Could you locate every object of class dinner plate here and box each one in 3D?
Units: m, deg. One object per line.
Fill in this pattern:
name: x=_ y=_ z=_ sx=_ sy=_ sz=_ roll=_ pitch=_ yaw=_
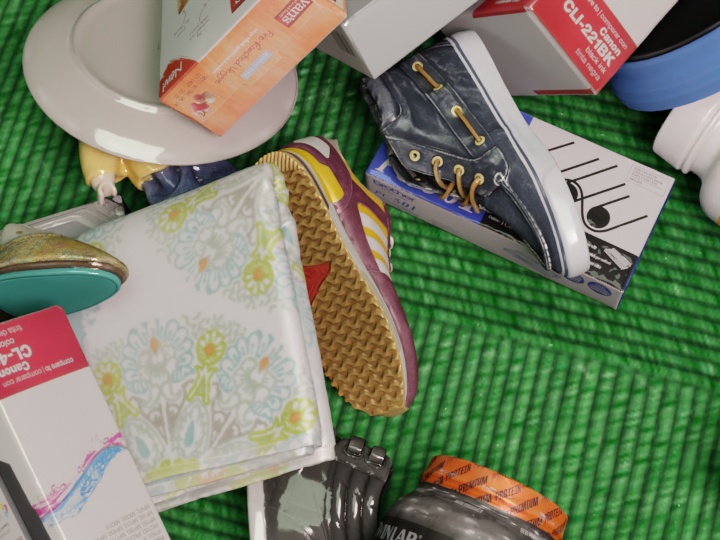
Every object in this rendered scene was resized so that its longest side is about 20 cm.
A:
dinner plate: x=-0.141 y=-0.152 z=1.053 sx=0.199 sy=0.024 sz=0.201 roll=9 pitch=47 yaw=-9

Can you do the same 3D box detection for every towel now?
towel: x=-0.109 y=0.049 z=0.955 sx=0.170 sy=0.048 sz=0.201 roll=-18 pitch=74 yaw=20

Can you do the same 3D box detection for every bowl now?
bowl: x=0.248 y=-0.193 z=1.005 sx=0.201 sy=0.200 sz=0.039 roll=-47 pitch=112 yaw=-11

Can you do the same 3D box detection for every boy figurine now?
boy figurine: x=-0.155 y=-0.083 z=1.049 sx=0.200 sy=0.065 sz=0.124 roll=38 pitch=44 yaw=16

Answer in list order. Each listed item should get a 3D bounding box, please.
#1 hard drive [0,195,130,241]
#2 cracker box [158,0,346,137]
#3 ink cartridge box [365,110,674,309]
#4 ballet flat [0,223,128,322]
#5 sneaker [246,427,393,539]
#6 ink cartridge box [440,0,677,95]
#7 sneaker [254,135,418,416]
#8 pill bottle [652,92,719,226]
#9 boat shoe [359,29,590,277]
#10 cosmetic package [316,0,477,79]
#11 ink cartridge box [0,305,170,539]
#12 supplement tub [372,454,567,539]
hard drive: x=-0.245 y=0.040 z=1.037 sx=0.199 sy=0.038 sz=0.141 roll=-17 pitch=71 yaw=-1
cracker box: x=-0.078 y=-0.208 z=1.008 sx=0.134 sy=0.058 sz=0.201 roll=-39 pitch=39 yaw=31
ink cartridge box: x=0.112 y=-0.059 z=1.042 sx=0.199 sy=0.044 sz=0.094 roll=25 pitch=73 yaw=11
ballet flat: x=-0.239 y=0.006 z=0.968 sx=0.199 sy=0.071 sz=0.071 roll=-21 pitch=69 yaw=26
sneaker: x=-0.030 y=0.107 z=0.987 sx=0.098 sy=0.071 sz=0.202 roll=-6 pitch=76 yaw=-1
ink cartridge box: x=0.167 y=-0.222 z=1.032 sx=0.084 sy=0.144 sz=0.200 roll=45 pitch=78 yaw=-21
sneaker: x=0.000 y=0.000 z=1.016 sx=0.075 sy=0.090 sz=0.201 roll=-20 pitch=95 yaw=36
pill bottle: x=0.302 y=-0.056 z=0.994 sx=0.200 sy=0.111 sz=0.111 roll=38 pitch=78 yaw=15
boat shoe: x=0.075 y=-0.066 z=0.989 sx=0.090 sy=0.071 sz=0.201 roll=-24 pitch=63 yaw=-6
cosmetic package: x=0.015 y=-0.219 z=1.038 sx=0.151 sy=0.052 sz=0.200 roll=-39 pitch=32 yaw=-7
ink cartridge box: x=-0.216 y=0.145 z=0.920 sx=0.147 sy=0.085 sz=0.201 roll=-30 pitch=82 yaw=35
supplement tub: x=0.048 y=0.226 z=0.912 sx=0.122 sy=0.123 sz=0.201 roll=22 pitch=74 yaw=10
